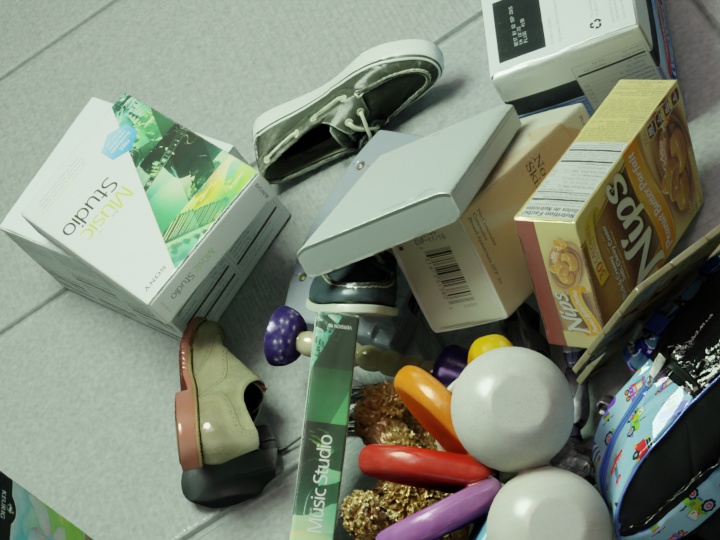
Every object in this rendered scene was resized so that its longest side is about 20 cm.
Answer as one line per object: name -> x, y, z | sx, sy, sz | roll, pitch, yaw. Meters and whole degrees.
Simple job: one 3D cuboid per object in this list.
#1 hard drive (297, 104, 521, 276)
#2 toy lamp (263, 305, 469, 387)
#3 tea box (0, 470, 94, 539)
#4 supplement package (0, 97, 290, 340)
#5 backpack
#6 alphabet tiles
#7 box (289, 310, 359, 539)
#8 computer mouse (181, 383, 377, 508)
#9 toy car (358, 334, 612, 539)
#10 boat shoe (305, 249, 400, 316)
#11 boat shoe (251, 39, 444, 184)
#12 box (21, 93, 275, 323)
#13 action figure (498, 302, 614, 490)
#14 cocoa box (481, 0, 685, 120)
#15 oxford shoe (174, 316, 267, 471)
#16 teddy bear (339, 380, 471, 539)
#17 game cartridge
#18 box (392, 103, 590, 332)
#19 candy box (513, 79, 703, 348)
hard drive -> 0.041, -0.064, 1.426 | 0.132, 0.026, 0.200 | -21, 15, 25
toy lamp -> 0.020, 0.075, 1.506 | 0.199, 0.058, 0.058 | 13, 65, 26
tea box -> -0.319, 0.279, 1.484 | 0.133, 0.197, 0.201 | -19, 51, 20
supplement package -> -0.197, -0.047, 1.702 | 0.200, 0.111, 0.156 | 21, 71, 39
backpack -> 0.245, 0.114, 1.280 | 0.200, 0.182, 0.135 | -48, 37, 4
alphabet tiles -> 0.217, 0.015, 1.309 | 0.167, 0.200, 0.008 | -34, 75, -25
box -> -0.030, 0.136, 1.409 | 0.036, 0.144, 0.201 | 6, 83, -1
computer mouse -> -0.064, 0.139, 1.541 | 0.200, 0.034, 0.059 | -27, 47, 11
toy car -> 0.077, 0.151, 1.280 | 0.149, 0.175, 0.201 | -15, 80, -7
boat shoe -> 0.000, 0.000, 1.461 | 0.075, 0.200, 0.062 | 8, 97, 4
boat shoe -> -0.008, -0.137, 1.685 | 0.200, 0.071, 0.064 | -28, 47, 22
box -> -0.184, -0.057, 1.591 | 0.200, 0.036, 0.144 | 31, 78, 40
action figure -> 0.148, 0.113, 1.410 | 0.130, 0.069, 0.201 | -13, 56, 13
cocoa box -> 0.183, -0.216, 1.577 | 0.133, 0.131, 0.201 | -18, 51, 19
oxford shoe -> -0.115, 0.102, 1.567 | 0.074, 0.071, 0.200 | -5, 31, -1
teddy bear -> 0.046, 0.175, 1.379 | 0.067, 0.145, 0.201 | -22, 43, 31
game cartridge -> 0.018, -0.028, 1.610 | 0.133, 0.041, 0.200 | 14, 66, 33
box -> 0.116, -0.044, 1.455 | 0.078, 0.095, 0.200 | -13, 21, 43
candy box -> 0.192, -0.046, 1.416 | 0.055, 0.116, 0.200 | 3, 37, 33
